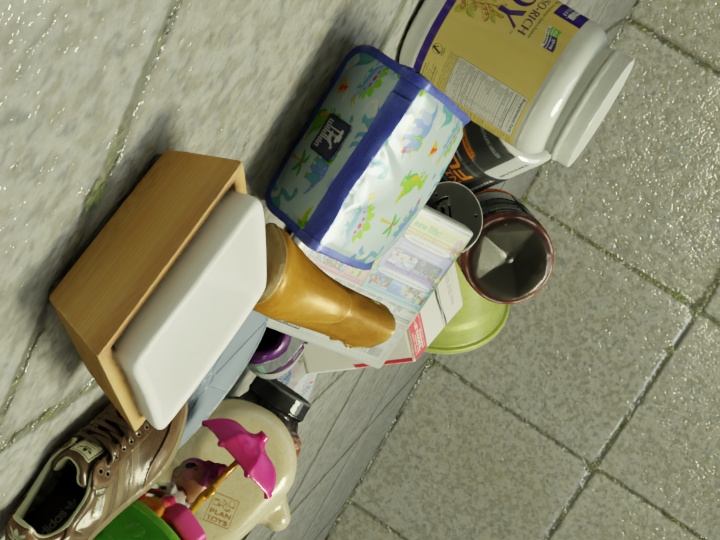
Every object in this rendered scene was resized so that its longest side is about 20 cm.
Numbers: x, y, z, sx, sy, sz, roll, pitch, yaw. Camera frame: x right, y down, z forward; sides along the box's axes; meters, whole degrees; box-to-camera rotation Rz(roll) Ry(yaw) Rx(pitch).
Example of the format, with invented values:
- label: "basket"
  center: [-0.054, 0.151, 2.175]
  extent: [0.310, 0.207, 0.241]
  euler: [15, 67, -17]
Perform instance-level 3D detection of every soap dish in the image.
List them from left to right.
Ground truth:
- label: "soap dish"
  center: [-0.136, 0.015, 0.971]
  extent: [0.158, 0.081, 0.200]
  euler: [-55, 170, -17]

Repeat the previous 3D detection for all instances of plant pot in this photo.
- label: "plant pot"
  center: [0.120, -0.018, 1.964]
  extent: [0.201, 0.199, 0.185]
  euler: [-51, 157, -35]

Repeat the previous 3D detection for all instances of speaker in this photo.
- label: "speaker"
  center: [0.062, -0.048, 1.592]
  extent: [0.081, 0.081, 0.200]
  euler: [-54, -167, -18]

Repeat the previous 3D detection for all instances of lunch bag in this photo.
- label: "lunch bag"
  center: [0.006, -0.095, 1.217]
  extent: [0.171, 0.127, 0.200]
  euler: [-58, -179, 6]

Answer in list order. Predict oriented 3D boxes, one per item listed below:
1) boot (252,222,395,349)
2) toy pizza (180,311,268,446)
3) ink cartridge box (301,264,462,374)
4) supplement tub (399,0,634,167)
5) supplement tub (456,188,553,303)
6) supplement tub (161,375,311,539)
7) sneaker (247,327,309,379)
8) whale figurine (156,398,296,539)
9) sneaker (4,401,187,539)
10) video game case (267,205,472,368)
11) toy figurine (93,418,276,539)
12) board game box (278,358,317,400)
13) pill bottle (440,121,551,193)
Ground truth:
- label: "boot"
  center: [-0.032, 0.021, 1.171]
  extent: [0.071, 0.143, 0.201]
  euler: [-66, -167, -4]
- label: "toy pizza"
  center: [-0.155, 0.097, 1.292]
  extent: [0.201, 0.032, 0.200]
  euler: [-51, 168, -15]
- label: "ink cartridge box"
  center: [0.025, 0.046, 1.695]
  extent: [0.200, 0.144, 0.085]
  euler: [-40, 119, -62]
- label: "supplement tub"
  center: [0.154, -0.207, 1.388]
  extent: [0.146, 0.199, 0.146]
  euler: [-55, 171, -13]
- label: "supplement tub"
  center: [0.160, -0.036, 1.660]
  extent: [0.107, 0.106, 0.200]
  euler: [-59, -169, 10]
- label: "supplement tub"
  center: [-0.136, 0.216, 1.560]
  extent: [0.201, 0.107, 0.107]
  euler: [-57, 171, -1]
- label: "sneaker"
  center: [-0.055, 0.026, 1.475]
  extent: [0.201, 0.074, 0.088]
  euler: [-56, 166, -5]
- label: "whale figurine"
  center: [-0.149, 0.231, 1.450]
  extent: [0.201, 0.158, 0.104]
  euler: [-69, -165, -5]
- label: "sneaker"
  center: [-0.204, 0.154, 1.111]
  extent: [0.200, 0.070, 0.076]
  euler: [-54, 166, -29]
- label: "video game case"
  center: [0.000, 0.000, 1.436]
  extent: [0.199, 0.022, 0.183]
  euler: [24, 106, -42]
- label: "toy figurine"
  center: [-0.160, 0.213, 1.262]
  extent: [0.199, 0.151, 0.184]
  euler: [-26, -169, 45]
- label: "board game box"
  center: [-0.128, 0.203, 1.767]
  extent: [0.200, 0.041, 0.200]
  euler: [-51, 169, -35]
- label: "pill bottle"
  center: [0.128, -0.143, 1.610]
  extent: [0.200, 0.106, 0.106]
  euler: [-23, -157, 52]
